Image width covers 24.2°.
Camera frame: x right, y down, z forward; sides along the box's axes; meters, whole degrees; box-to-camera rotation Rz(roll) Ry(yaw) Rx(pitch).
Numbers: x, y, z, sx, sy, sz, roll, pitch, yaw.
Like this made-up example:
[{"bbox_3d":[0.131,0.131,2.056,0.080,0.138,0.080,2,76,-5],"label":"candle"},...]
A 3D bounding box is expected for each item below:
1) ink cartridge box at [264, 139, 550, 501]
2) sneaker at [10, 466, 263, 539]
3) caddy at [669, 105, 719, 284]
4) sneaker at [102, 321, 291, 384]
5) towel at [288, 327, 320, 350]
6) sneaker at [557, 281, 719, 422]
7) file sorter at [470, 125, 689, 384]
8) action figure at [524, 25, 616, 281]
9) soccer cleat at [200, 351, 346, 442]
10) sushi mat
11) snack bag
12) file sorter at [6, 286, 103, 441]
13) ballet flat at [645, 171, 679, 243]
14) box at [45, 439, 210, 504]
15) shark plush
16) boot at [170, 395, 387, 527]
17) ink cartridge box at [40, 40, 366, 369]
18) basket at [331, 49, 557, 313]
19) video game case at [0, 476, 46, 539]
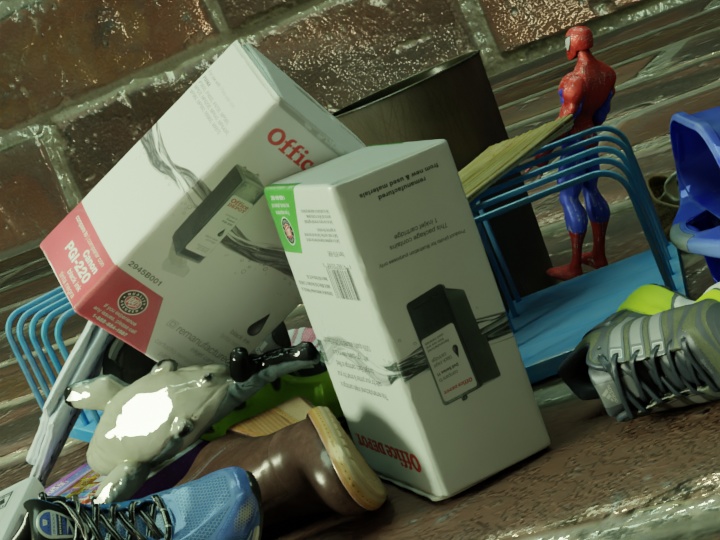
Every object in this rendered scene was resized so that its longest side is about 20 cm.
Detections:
[{"bbox_3d":[0.026,0.027,1.043,0.083,0.201,0.147,-22,10,-17],"label":"ink cartridge box"},{"bbox_3d":[-0.149,0.167,0.971,0.199,0.089,0.079,-28,41,-2],"label":"sneaker"},{"bbox_3d":[0.243,-0.035,1.041,0.104,0.142,0.200,-20,9,3],"label":"caddy"},{"bbox_3d":[-0.120,0.064,1.371,0.115,0.075,0.200,-13,6,24],"label":"sneaker"},{"bbox_3d":[-0.051,0.076,1.450,0.199,0.030,0.146,-15,14,39],"label":"towel"},{"bbox_3d":[0.177,0.056,0.957,0.081,0.074,0.200,-32,4,-12],"label":"sneaker"},{"bbox_3d":[0.151,-0.018,1.216,0.138,0.123,0.200,-20,10,12],"label":"file sorter"},{"bbox_3d":[0.171,-0.094,1.327,0.052,0.201,0.065,21,30,40],"label":"action figure"},{"bbox_3d":[-0.040,0.090,1.231,0.199,0.068,0.081,-9,-6,-2],"label":"soccer cleat"},{"bbox_3d":[0.070,-0.057,1.220,0.095,0.012,0.200,-18,15,48],"label":"sushi mat"},{"bbox_3d":[-0.225,0.084,1.348,0.200,0.021,0.189,121,173,-56],"label":"snack bag"},{"bbox_3d":[-0.237,0.073,1.586,0.138,0.123,0.200,-29,12,-23],"label":"file sorter"},{"bbox_3d":[0.288,-0.062,1.276,0.068,0.073,0.200,-29,12,-32],"label":"ballet flat"},{"bbox_3d":[-0.173,0.163,1.243,0.136,0.039,0.200,-12,15,46],"label":"box"},{"bbox_3d":[-0.118,0.086,1.151,0.200,0.091,0.083,-39,-26,20],"label":"shark plush"},{"bbox_3d":[-0.075,0.155,1.057,0.166,0.073,0.200,-37,13,-8],"label":"boot"},{"bbox_3d":[-0.093,-0.034,1.144,0.200,0.146,0.085,-46,43,8],"label":"ink cartridge box"},{"bbox_3d":[0.073,-0.061,1.379,0.135,0.201,0.180,-21,7,18],"label":"basket"},{"bbox_3d":[-0.320,0.231,1.148,0.199,0.023,0.182,-26,18,14],"label":"video game case"}]
